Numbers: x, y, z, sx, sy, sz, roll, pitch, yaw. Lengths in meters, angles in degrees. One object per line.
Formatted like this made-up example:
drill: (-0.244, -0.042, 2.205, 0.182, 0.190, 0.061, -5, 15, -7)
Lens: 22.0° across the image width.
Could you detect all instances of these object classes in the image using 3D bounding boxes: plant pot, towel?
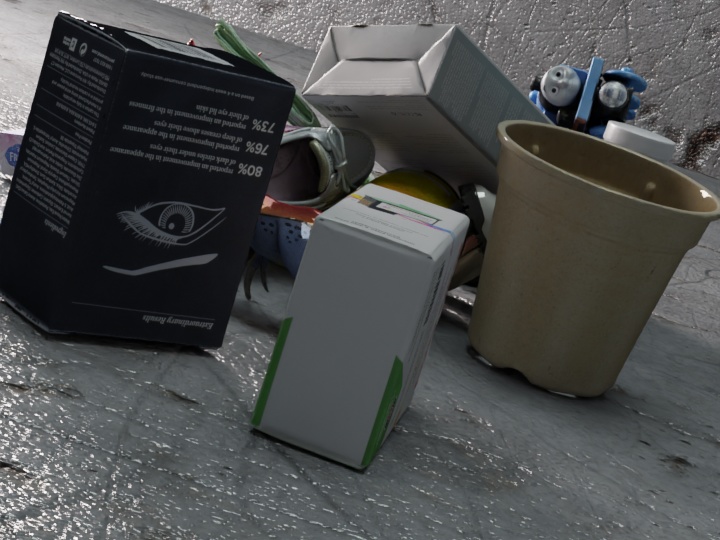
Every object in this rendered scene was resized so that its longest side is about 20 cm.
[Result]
plant pot: (0.179, -0.004, 1.552, 0.199, 0.185, 0.201, 18, 16, -5)
towel: (-0.059, -0.152, 1.763, 0.153, 0.023, 0.200, 45, 0, 25)

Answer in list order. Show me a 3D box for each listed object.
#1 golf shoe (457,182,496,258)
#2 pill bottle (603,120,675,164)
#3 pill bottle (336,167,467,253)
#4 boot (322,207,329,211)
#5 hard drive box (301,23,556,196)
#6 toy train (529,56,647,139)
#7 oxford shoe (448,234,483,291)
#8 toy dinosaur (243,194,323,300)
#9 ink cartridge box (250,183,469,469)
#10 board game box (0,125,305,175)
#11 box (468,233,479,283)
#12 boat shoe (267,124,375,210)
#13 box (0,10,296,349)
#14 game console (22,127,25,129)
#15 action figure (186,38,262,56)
golf shoe: (0.166, -0.023, 1.672, 0.200, 0.094, 0.078, 45, 19, -31)
pill bottle: (0.242, -0.040, 1.806, 0.110, 0.201, 0.111, 17, 11, -3)
pill bottle: (0.026, -0.025, 1.615, 0.109, 0.110, 0.200, 20, 14, 9)
boot: (-0.087, -0.072, 1.758, 0.200, 0.077, 0.168, 31, 15, 38)
hard drive box: (0.070, -0.137, 1.675, 0.155, 0.077, 0.200, 7, -24, 42)
toy train: (0.227, -0.159, 1.905, 0.113, 0.087, 0.200, 15, -10, 5)
oxford shoe: (0.155, -0.017, 1.741, 0.074, 0.199, 0.071, 64, 17, 1)
toy dinosaur: (-0.062, -0.030, 1.450, 0.182, 0.200, 0.105, 54, 5, 13)
ink cartridge box: (0.004, 0.030, 1.239, 0.083, 0.146, 0.200, 19, 11, 7)
board game box: (-0.185, -0.107, 1.656, 0.199, 0.042, 0.199, 10, 16, 42)
box: (0.161, -0.053, 1.933, 0.199, 0.125, 0.148, 13, 12, -27)
boat shoe: (-0.058, -0.083, 1.590, 0.201, 0.075, 0.065, -12, 4, -40)
box: (-0.153, -0.059, 1.278, 0.147, 0.201, 0.104, 10, 14, -40)
game console: (-0.221, -0.155, 1.845, 0.199, 0.177, 0.117, 18, -24, -5)
action figure: (-0.176, -0.187, 1.813, 0.199, 0.100, 0.065, -3, 35, -33)
